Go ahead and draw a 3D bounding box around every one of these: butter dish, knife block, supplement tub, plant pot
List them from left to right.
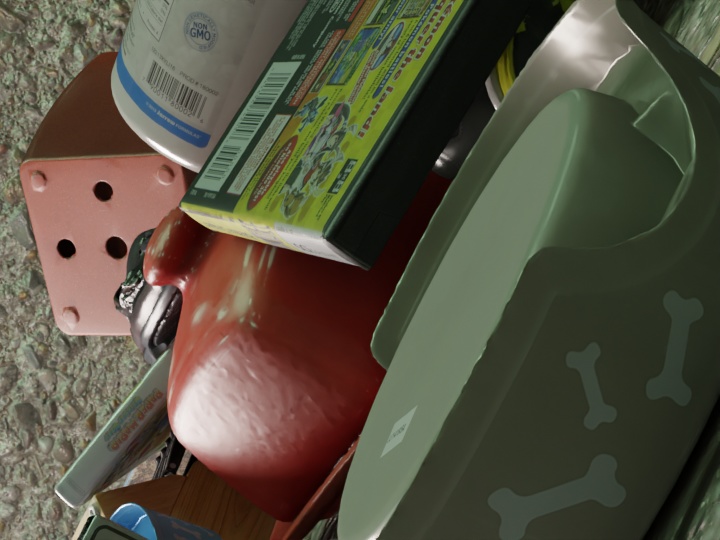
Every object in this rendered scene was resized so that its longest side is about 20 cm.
[{"bbox_3d":[-0.138,-0.046,1.199,0.176,0.199,0.201,-45,-50,-58],"label":"plant pot"},{"bbox_3d":[-0.081,0.177,1.005,0.200,0.175,0.064,58,138,28],"label":"knife block"},{"bbox_3d":[-0.048,-0.159,0.877,0.132,0.132,0.200,-71,7,-57],"label":"supplement tub"},{"bbox_3d":[-0.038,0.016,0.811,0.200,0.147,0.200,-58,7,51],"label":"butter dish"}]

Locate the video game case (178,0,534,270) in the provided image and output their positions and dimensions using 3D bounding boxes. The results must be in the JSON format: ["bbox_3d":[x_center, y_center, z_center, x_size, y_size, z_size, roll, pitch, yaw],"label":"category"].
[{"bbox_3d":[0.010,-0.098,0.694,0.200,0.025,0.181,-58,23,-8],"label":"video game case"}]

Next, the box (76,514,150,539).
[{"bbox_3d":[-0.118,0.226,0.740,0.200,0.116,0.060,-63,7,-14],"label":"box"}]

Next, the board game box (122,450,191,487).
[{"bbox_3d":[-0.108,0.120,1.268,0.160,0.097,0.200,-62,5,10],"label":"board game box"}]

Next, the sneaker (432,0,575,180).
[{"bbox_3d":[0.065,-0.117,0.717,0.085,0.074,0.200,-30,25,35],"label":"sneaker"}]

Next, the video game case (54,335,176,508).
[{"bbox_3d":[-0.100,0.058,1.040,0.182,0.023,0.200,-50,-5,13],"label":"video game case"}]

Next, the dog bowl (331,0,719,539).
[{"bbox_3d":[0.044,0.023,0.446,0.201,0.059,0.200,-63,5,9],"label":"dog bowl"}]

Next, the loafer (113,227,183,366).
[{"bbox_3d":[-0.122,0.007,0.966,0.072,0.063,0.200,-46,-6,-20],"label":"loafer"}]

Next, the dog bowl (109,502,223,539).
[{"bbox_3d":[-0.117,0.219,0.860,0.111,0.049,0.201,49,125,56],"label":"dog bowl"}]
